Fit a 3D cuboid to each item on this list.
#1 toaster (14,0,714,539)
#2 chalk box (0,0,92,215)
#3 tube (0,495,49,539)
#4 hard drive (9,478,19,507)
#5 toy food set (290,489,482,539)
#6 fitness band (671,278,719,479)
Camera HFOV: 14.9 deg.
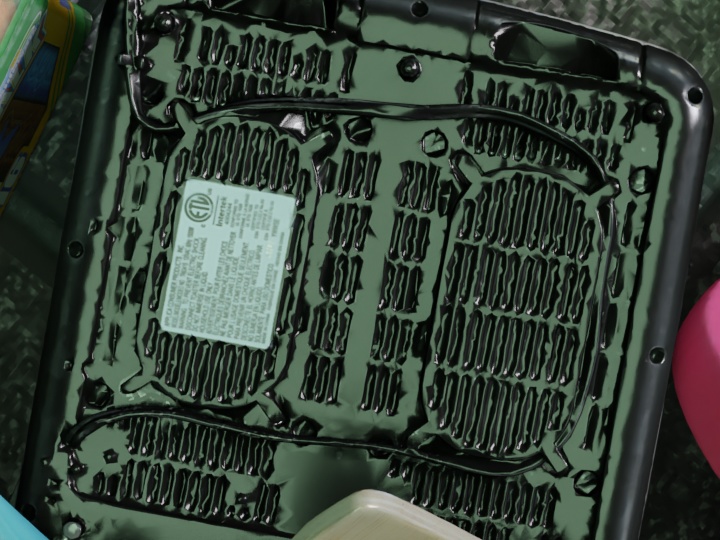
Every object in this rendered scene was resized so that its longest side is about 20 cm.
[{"bbox_3d":[0.000,0.000,0.813,0.180,0.119,0.201,10,92,-2],"label":"toaster"},{"bbox_3d":[-0.166,-0.052,0.802,0.125,0.200,0.124,26,91,-2],"label":"chalk box"},{"bbox_3d":[-0.081,0.122,0.787,0.077,0.200,0.050,-50,47,-3],"label":"tube"},{"bbox_3d":[-0.033,0.063,0.890,0.139,0.033,0.200,23,91,-1],"label":"hard drive"},{"bbox_3d":[0.043,0.164,0.650,0.060,0.143,0.200,-21,59,29],"label":"toy food set"},{"bbox_3d":[0.185,0.046,0.828,0.200,0.144,0.037,3,133,-35],"label":"fitness band"}]
